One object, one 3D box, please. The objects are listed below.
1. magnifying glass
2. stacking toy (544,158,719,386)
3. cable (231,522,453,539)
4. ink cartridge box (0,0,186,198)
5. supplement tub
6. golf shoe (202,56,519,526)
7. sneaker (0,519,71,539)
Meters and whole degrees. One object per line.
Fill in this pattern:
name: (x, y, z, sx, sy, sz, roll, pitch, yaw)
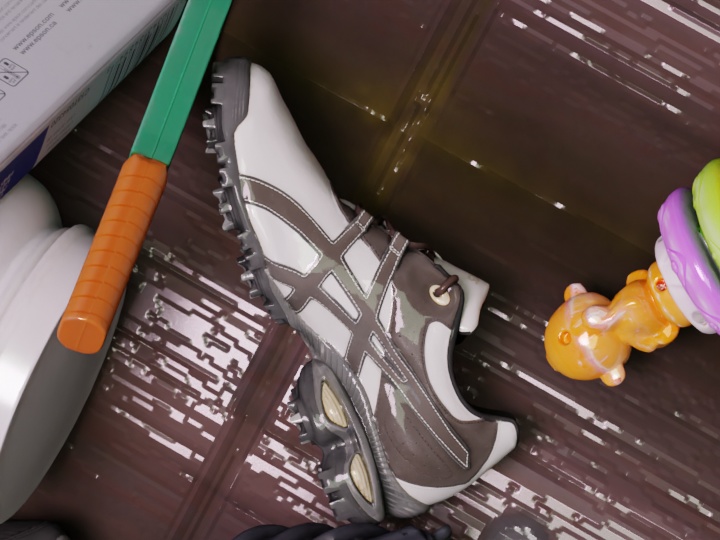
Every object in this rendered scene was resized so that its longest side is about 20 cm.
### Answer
magnifying glass: (-0.079, -0.055, 1.172, 0.022, 0.080, 0.201, 20, 57, -5)
stacking toy: (0.157, -0.010, 1.170, 0.199, 0.110, 0.117, -32, 72, 21)
cable: (-0.022, 0.198, 1.189, 0.051, 0.163, 0.201, 24, 115, 46)
ink cartridge box: (-0.197, -0.111, 1.179, 0.199, 0.196, 0.043, 33, 134, 8)
supplement tub: (-0.207, 0.005, 1.204, 0.199, 0.144, 0.145, 25, 97, 8)
golf shoe: (0.000, 0.000, 1.209, 0.094, 0.078, 0.201, -20, 99, 4)
sneaker: (-0.218, 0.114, 1.249, 0.199, 0.075, 0.080, -7, 90, 10)
